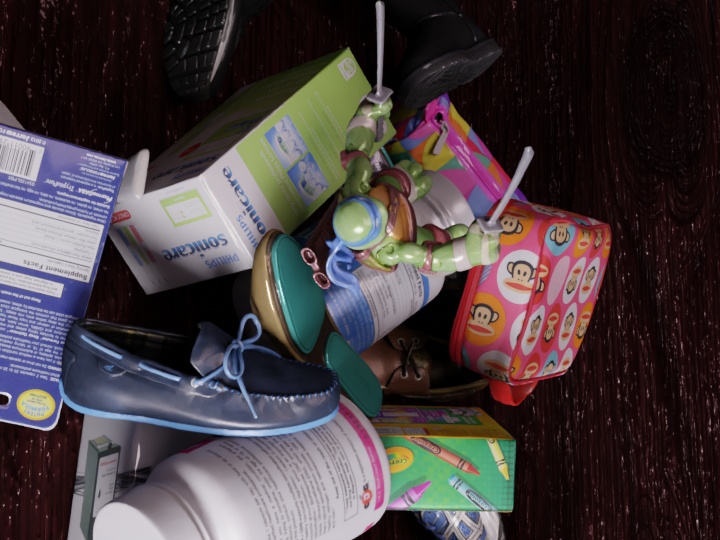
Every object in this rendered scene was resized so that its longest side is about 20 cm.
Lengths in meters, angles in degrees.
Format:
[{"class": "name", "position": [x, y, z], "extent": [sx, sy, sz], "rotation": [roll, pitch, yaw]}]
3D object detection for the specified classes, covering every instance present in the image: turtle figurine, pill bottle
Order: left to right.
[{"class": "pill bottle", "position": [-0.082, 0.168, 1.073], "extent": [0.199, 0.113, 0.115], "rotation": [-23, 98, -43]}, {"class": "pill bottle", "position": [0.000, 0.000, 1.273], "extent": [0.199, 0.112, 0.113], "rotation": [-35, 107, -26]}, {"class": "turtle figurine", "position": [0.053, -0.064, 1.130], "extent": [0.194, 0.143, 0.202], "rotation": [17, 95, -79]}]

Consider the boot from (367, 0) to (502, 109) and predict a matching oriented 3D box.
[{"class": "boot", "position": [0.021, -0.244, 1.345], "extent": [0.201, 0.066, 0.165], "rotation": [52, 29, 5]}]

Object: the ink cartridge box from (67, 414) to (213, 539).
[{"class": "ink cartridge box", "position": [-0.138, 0.186, 1.152], "extent": [0.145, 0.084, 0.203], "rotation": [19, 69, -39]}]

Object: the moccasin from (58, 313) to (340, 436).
[{"class": "moccasin", "position": [-0.111, 0.071, 1.059], "extent": [0.197, 0.081, 0.069], "rotation": [3, 111, -6]}]

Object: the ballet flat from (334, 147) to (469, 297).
[{"class": "ballet flat", "position": [0.028, -0.038, 1.381], "extent": [0.201, 0.072, 0.072], "rotation": [54, 50, -22]}]

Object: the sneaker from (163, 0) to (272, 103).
[{"class": "sneaker", "position": [-0.104, -0.228, 1.277], "extent": [0.087, 0.075, 0.203], "rotation": [24, 66, -45]}]

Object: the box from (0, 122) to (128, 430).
[{"class": "box", "position": [-0.248, 0.003, 1.075], "extent": [0.120, 0.032, 0.202], "rotation": [16, 89, -27]}]

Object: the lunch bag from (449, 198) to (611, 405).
[{"class": "lunch bag", "position": [0.152, 0.032, 1.353], "extent": [0.200, 0.081, 0.178], "rotation": [5, 101, -65]}]

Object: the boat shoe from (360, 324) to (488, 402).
[{"class": "boat shoe", "position": [0.036, 0.077, 1.353], "extent": [0.199, 0.068, 0.073], "rotation": [7, 78, -43]}]

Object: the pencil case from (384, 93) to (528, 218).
[{"class": "pencil case", "position": [0.095, -0.083, 1.432], "extent": [0.200, 0.088, 0.089], "rotation": [48, 53, -28]}]

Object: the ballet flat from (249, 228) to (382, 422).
[{"class": "ballet flat", "position": [-0.048, 0.051, 1.139], "extent": [0.201, 0.062, 0.069], "rotation": [61, 35, -37]}]

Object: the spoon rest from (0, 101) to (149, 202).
[{"class": "spoon rest", "position": [-0.257, -0.088, 1.114], "extent": [0.198, 0.060, 0.101], "rotation": [16, 69, -24]}]

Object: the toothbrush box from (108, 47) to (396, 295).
[{"class": "toothbrush box", "position": [-0.089, -0.079, 1.209], "extent": [0.200, 0.145, 0.087], "rotation": [-47, 113, -38]}]

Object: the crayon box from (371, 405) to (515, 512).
[{"class": "crayon box", "position": [0.053, 0.150, 1.242], "extent": [0.117, 0.200, 0.059], "rotation": [2, 92, -3]}]

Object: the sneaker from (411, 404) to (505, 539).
[{"class": "sneaker", "position": [0.085, 0.227, 1.384], "extent": [0.076, 0.076, 0.203], "rotation": [-9, 91, -17]}]
